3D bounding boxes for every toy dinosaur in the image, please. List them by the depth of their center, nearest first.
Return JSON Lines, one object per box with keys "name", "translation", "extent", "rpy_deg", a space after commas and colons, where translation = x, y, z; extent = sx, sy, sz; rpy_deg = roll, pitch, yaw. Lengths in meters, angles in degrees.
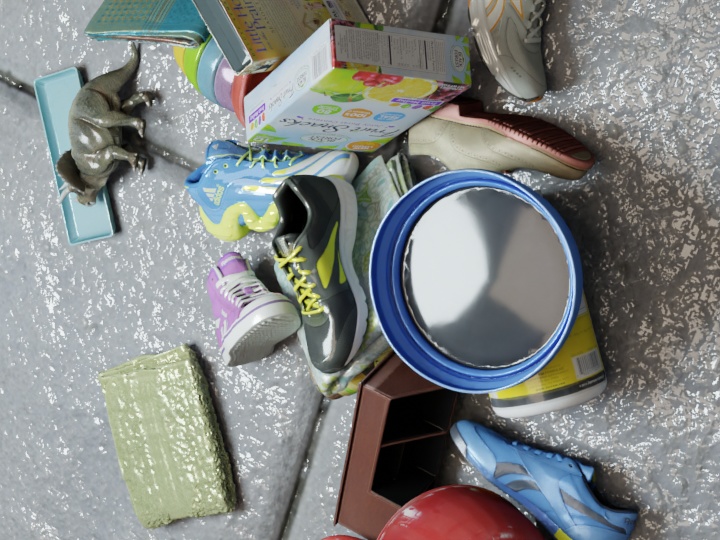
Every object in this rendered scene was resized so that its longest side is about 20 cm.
{"name": "toy dinosaur", "translation": [-0.288, -0.159, 1.489], "extent": [0.102, 0.077, 0.200], "rpy_deg": [9, 103, 2]}

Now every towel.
{"name": "towel", "translation": [0.000, 0.000, 1.337], "extent": [0.200, 0.048, 0.171], "rpy_deg": [-45, 45, 27]}
{"name": "towel", "translation": [-0.181, -0.307, 1.375], "extent": [0.147, 0.022, 0.200], "rpy_deg": [8, 58, 28]}
{"name": "towel", "translation": [-0.221, 0.193, 1.541], "extent": [0.148, 0.036, 0.200], "rpy_deg": [-16, 89, 29]}

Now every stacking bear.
{"name": "stacking bear", "translation": [-0.147, -0.241, 1.392], "extent": [0.200, 0.121, 0.114], "rpy_deg": [40, 119, 27]}

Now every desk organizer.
{"name": "desk organizer", "translation": [0.035, 0.185, 1.343], "extent": [0.077, 0.072, 0.200], "rpy_deg": [25, 129, 20]}

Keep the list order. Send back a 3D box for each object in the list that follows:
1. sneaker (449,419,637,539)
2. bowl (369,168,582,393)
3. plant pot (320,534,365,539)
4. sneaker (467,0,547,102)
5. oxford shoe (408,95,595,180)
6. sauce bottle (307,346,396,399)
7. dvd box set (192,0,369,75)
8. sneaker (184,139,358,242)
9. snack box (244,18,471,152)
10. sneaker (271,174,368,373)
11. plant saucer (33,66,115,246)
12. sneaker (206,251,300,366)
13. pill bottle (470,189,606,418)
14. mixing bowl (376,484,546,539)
{"name": "sneaker", "translation": [0.180, 0.199, 1.308], "extent": [0.200, 0.066, 0.078], "rpy_deg": [39, 102, 18]}
{"name": "bowl", "translation": [0.104, 0.009, 1.198], "extent": [0.201, 0.039, 0.201], "rpy_deg": [4, 98, 28]}
{"name": "plant pot", "translation": [-0.027, 0.385, 1.357], "extent": [0.200, 0.182, 0.200], "rpy_deg": [29, 142, 26]}
{"name": "sneaker", "translation": [0.147, -0.258, 1.244], "extent": [0.092, 0.076, 0.200], "rpy_deg": [-18, 90, 26]}
{"name": "oxford shoe", "translation": [0.132, -0.114, 1.280], "extent": [0.200, 0.070, 0.075], "rpy_deg": [25, 113, 35]}
{"name": "sauce bottle", "translation": [0.038, 0.072, 1.360], "extent": [0.200, 0.065, 0.065], "rpy_deg": [-27, 85, 31]}
{"name": "dvd box set", "translation": [-0.081, -0.265, 1.294], "extent": [0.029, 0.200, 0.146], "rpy_deg": [-36, 81, 38]}
{"name": "sneaker", "translation": [-0.102, -0.096, 1.383], "extent": [0.200, 0.076, 0.105], "rpy_deg": [-23, 126, 31]}
{"name": "snack box", "translation": [-0.006, -0.168, 1.254], "extent": [0.200, 0.142, 0.053], "rpy_deg": [-26, 63, 59]}
{"name": "sneaker", "translation": [-0.050, 0.001, 1.288], "extent": [0.074, 0.085, 0.200], "rpy_deg": [-19, 69, 42]}
{"name": "plant saucer", "translation": [-0.331, -0.132, 1.560], "extent": [0.070, 0.019, 0.200], "rpy_deg": [-11, 94, 30]}
{"name": "sneaker", "translation": [-0.124, 0.029, 1.394], "extent": [0.200, 0.073, 0.114], "rpy_deg": [142, 114, -67]}
{"name": "pill bottle", "translation": [0.156, 0.030, 1.260], "extent": [0.112, 0.112, 0.200], "rpy_deg": [-14, 91, 30]}
{"name": "mixing bowl", "translation": [0.116, 0.306, 1.263], "extent": [0.108, 0.200, 0.200], "rpy_deg": [-12, 92, 66]}
